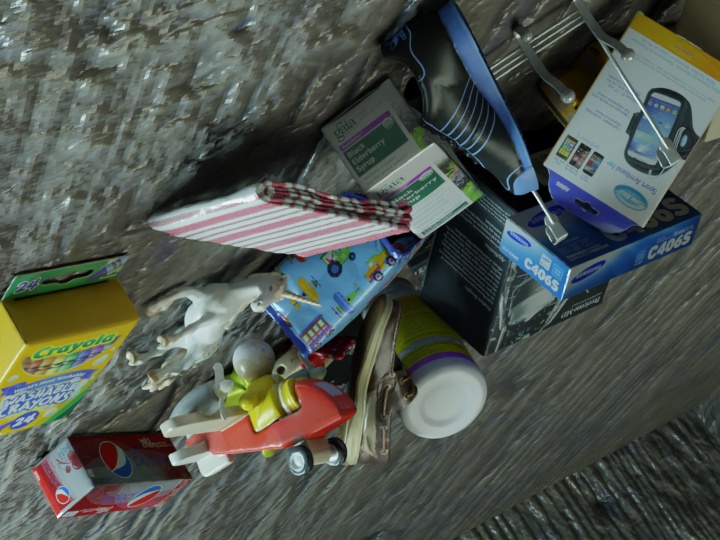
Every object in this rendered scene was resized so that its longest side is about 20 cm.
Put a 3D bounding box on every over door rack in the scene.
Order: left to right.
[{"bbox_3d":[0.200,-0.142,1.342,0.147,0.201,0.067,-33,-166,-1],"label":"over door rack"}]

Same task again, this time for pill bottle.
[{"bbox_3d":[0.063,0.091,1.631,0.103,0.200,0.105,-10,127,-14],"label":"pill bottle"}]

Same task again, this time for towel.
[{"bbox_3d":[-0.068,-0.047,1.255,0.146,0.030,0.199,-13,165,41],"label":"towel"}]

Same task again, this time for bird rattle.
[{"bbox_3d":[-0.080,0.109,1.687,0.200,0.113,0.163,-50,171,6],"label":"bird rattle"}]

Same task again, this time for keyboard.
[{"bbox_3d":[-0.010,0.081,1.793,0.103,0.040,0.200,5,145,-25],"label":"keyboard"}]

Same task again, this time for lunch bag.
[{"bbox_3d":[0.000,0.000,1.528,0.151,0.094,0.200,-46,167,18],"label":"lunch bag"}]

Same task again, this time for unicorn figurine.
[{"bbox_3d":[-0.152,0.051,1.433,0.137,0.074,0.200,-21,173,-35],"label":"unicorn figurine"}]

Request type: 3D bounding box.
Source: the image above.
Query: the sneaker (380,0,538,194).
[{"bbox_3d":[0.088,-0.138,1.249,0.078,0.070,0.201,-25,121,10],"label":"sneaker"}]

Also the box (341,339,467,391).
[{"bbox_3d":[0.065,0.126,1.928,0.158,0.051,0.200,-41,171,22],"label":"box"}]

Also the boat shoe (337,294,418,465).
[{"bbox_3d":[0.026,0.120,1.513,0.071,0.072,0.201,9,112,-7],"label":"boat shoe"}]

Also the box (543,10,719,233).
[{"bbox_3d":[0.270,-0.139,1.418,0.201,0.119,0.041,-58,175,10],"label":"box"}]

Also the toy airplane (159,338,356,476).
[{"bbox_3d":[-0.115,0.143,1.505,0.198,0.142,0.200,-7,178,-10],"label":"toy airplane"}]

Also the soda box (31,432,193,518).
[{"bbox_3d":[-0.280,0.231,1.634,0.063,0.070,0.200,-40,160,17],"label":"soda box"}]

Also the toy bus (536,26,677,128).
[{"bbox_3d":[0.280,-0.203,1.512,0.199,0.065,0.078,-17,154,-40],"label":"toy bus"}]

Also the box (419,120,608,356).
[{"bbox_3d":[0.190,-0.040,1.593,0.199,0.124,0.198,-21,141,-34],"label":"box"}]

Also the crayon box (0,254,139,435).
[{"bbox_3d":[-0.284,0.074,1.281,0.125,0.052,0.200,-13,151,-46],"label":"crayon box"}]

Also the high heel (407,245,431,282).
[{"bbox_3d":[0.144,-0.001,1.760,0.142,0.072,0.200,-29,152,4],"label":"high heel"}]

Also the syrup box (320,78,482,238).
[{"bbox_3d":[0.043,-0.101,1.349,0.079,0.082,0.200,-36,162,8],"label":"syrup box"}]

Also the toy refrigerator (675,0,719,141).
[{"bbox_3d":[0.370,-0.240,1.449,0.070,0.076,0.201,-18,132,-39],"label":"toy refrigerator"}]

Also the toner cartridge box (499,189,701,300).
[{"bbox_3d":[0.246,-0.040,1.460,0.199,0.095,0.043,-21,136,-35],"label":"toner cartridge box"}]
